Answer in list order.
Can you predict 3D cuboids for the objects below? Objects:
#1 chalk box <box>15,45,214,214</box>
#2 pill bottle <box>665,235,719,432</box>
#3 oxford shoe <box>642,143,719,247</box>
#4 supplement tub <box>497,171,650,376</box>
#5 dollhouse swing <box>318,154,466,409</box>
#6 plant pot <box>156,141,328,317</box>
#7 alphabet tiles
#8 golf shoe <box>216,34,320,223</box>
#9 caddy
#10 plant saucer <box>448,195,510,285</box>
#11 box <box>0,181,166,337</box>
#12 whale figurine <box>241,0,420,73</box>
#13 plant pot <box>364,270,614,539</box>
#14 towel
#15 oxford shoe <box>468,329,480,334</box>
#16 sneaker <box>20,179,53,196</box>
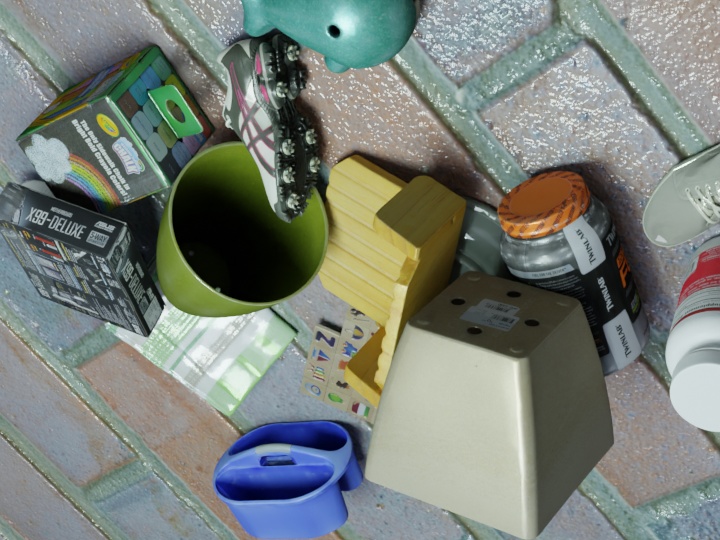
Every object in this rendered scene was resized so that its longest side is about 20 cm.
[{"bbox_3d":[-0.257,-0.157,1.600,0.199,0.124,0.125,-18,116,33],"label":"chalk box"},{"bbox_3d":[0.367,0.063,1.434,0.111,0.201,0.113,12,131,15],"label":"pill bottle"},{"bbox_3d":[0.353,-0.081,1.427,0.075,0.058,0.200,40,133,-12],"label":"oxford shoe"},{"bbox_3d":[0.221,0.005,1.509,0.121,0.123,0.201,-8,123,29],"label":"supplement tub"},{"bbox_3d":[0.000,0.000,1.538,0.174,0.182,0.202,23,123,17],"label":"dollhouse swing"},{"bbox_3d":[-0.158,-0.023,1.640,0.187,0.188,0.200,39,151,-8],"label":"plant pot"},{"bbox_3d":[0.015,0.119,1.756,0.166,0.008,0.201,23,137,7],"label":"alphabet tiles"},{"bbox_3d":[-0.099,-0.153,1.554,0.087,0.077,0.202,1,106,32],"label":"golf shoe"},{"bbox_3d":[-0.093,0.261,1.839,0.198,0.142,0.106,-7,126,27],"label":"caddy"},{"bbox_3d":[0.102,0.009,1.615,0.198,0.050,0.202,12,129,15],"label":"plant saucer"},{"bbox_3d":[-0.322,-0.009,1.652,0.156,0.050,0.201,19,155,17],"label":"box"},{"bbox_3d":[-0.042,-0.262,1.432,0.198,0.104,0.160,5,128,21],"label":"whale figurine"},{"bbox_3d":[0.135,0.117,1.452,0.198,0.200,0.179,16,122,29],"label":"plant pot"},{"bbox_3d":[-0.197,0.072,1.767,0.199,0.031,0.149,38,103,-11],"label":"towel"},{"bbox_3d":[0.136,0.089,1.619,0.071,0.075,0.200,47,139,4],"label":"oxford shoe"},{"bbox_3d":[-0.362,-0.025,1.790,0.200,0.076,0.088,43,142,-13],"label":"sneaker"}]
